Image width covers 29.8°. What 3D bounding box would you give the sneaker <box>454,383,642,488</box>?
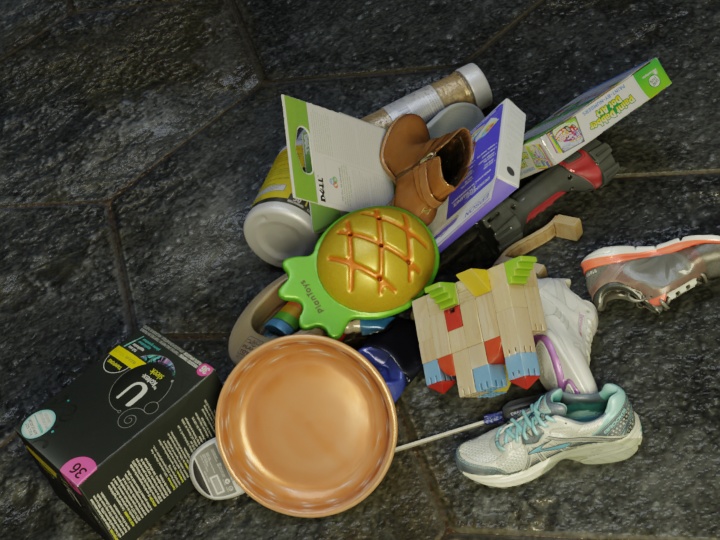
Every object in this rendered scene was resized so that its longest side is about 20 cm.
[{"bbox_3d":[0.192,0.163,1.425,0.200,0.086,0.078,-16,38,5],"label":"sneaker"}]

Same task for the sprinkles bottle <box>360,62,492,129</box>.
[{"bbox_3d":[0.088,-0.225,1.932,0.200,0.068,0.068,-27,40,-8],"label":"sprinkles bottle"}]

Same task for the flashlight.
[{"bbox_3d":[0.237,-0.093,1.723,0.200,0.068,0.068,-38,84,-15],"label":"flashlight"}]

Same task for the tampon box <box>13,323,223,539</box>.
[{"bbox_3d":[-0.261,0.188,1.555,0.200,0.126,0.150,-40,43,-23],"label":"tampon box"}]

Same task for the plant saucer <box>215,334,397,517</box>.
[{"bbox_3d":[-0.057,0.167,1.473,0.200,0.201,0.037,-13,3,8],"label":"plant saucer"}]

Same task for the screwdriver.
[{"bbox_3d":[0.120,0.168,1.489,0.200,0.029,0.028,-14,24,11],"label":"screwdriver"}]

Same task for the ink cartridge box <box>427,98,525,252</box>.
[{"bbox_3d":[0.126,-0.090,1.696,0.198,0.043,0.200,-42,22,40],"label":"ink cartridge box"}]

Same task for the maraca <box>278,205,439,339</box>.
[{"bbox_3d":[0.000,0.000,1.597,0.200,0.107,0.137,-30,72,-18],"label":"maraca"}]

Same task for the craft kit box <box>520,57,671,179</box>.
[{"bbox_3d":[0.273,-0.187,1.745,0.197,0.049,0.200,-32,4,-16],"label":"craft kit box"}]

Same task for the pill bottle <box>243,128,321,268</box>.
[{"bbox_3d":[-0.076,-0.106,1.830,0.111,0.111,0.200,-1,43,22],"label":"pill bottle"}]

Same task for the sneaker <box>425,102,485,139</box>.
[{"bbox_3d":[0.087,-0.176,1.876,0.099,0.071,0.200,-10,18,47],"label":"sneaker"}]

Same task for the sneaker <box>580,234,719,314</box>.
[{"bbox_3d":[0.358,0.013,1.561,0.199,0.077,0.082,-8,68,16],"label":"sneaker"}]

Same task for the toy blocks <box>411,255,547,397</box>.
[{"bbox_3d":[0.135,0.080,1.507,0.200,0.100,0.137,-24,69,46],"label":"toy blocks"}]

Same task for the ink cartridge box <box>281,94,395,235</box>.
[{"bbox_3d":[-0.044,-0.125,1.727,0.076,0.200,0.148,-24,64,39],"label":"ink cartridge box"}]

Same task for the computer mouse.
[{"bbox_3d":[-0.099,0.193,1.521,0.200,0.110,0.044,-23,2,9],"label":"computer mouse"}]

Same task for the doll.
[{"bbox_3d":[0.030,0.102,1.588,0.136,0.049,0.200,32,57,20],"label":"doll"}]

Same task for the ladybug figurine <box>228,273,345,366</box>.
[{"bbox_3d":[-0.078,0.071,1.657,0.136,0.072,0.200,22,54,39],"label":"ladybug figurine"}]

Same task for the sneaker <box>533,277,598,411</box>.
[{"bbox_3d":[0.235,0.074,1.520,0.099,0.075,0.200,-8,45,-14],"label":"sneaker"}]

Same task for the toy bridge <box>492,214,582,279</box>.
[{"bbox_3d":[0.196,0.002,1.656,0.067,0.027,0.200,15,50,36],"label":"toy bridge"}]

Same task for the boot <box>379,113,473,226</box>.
[{"bbox_3d":[0.083,-0.144,1.692,0.155,0.077,0.200,-43,26,52],"label":"boot"}]
